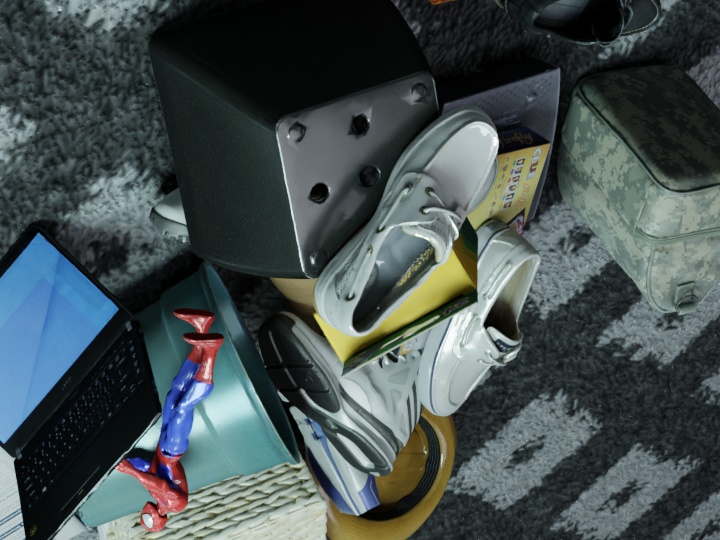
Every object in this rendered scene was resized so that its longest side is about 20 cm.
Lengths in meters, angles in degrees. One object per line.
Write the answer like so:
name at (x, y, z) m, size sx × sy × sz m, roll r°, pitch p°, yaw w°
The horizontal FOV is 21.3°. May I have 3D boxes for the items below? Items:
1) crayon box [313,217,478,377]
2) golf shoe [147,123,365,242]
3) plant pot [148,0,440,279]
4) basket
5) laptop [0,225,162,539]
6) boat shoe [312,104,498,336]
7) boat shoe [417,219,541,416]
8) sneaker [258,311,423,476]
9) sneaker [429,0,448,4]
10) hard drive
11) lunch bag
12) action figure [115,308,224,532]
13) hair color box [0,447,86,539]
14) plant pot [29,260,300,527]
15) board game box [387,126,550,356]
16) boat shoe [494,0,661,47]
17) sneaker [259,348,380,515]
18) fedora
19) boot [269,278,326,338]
crayon box at (0.031, 0.007, 1.556) m, size 0.125 × 0.200 × 0.052 m, roll -29°, pitch 102°, yaw 10°
golf shoe at (-0.092, -0.089, 1.641) m, size 0.199 × 0.078 × 0.095 m, roll -19°, pitch 125°, yaw -23°
plant pot at (-0.031, -0.099, 1.519) m, size 0.199 × 0.177 × 0.201 m, roll -19°, pitch 118°, yaw -19°
basket at (-0.149, 0.251, 1.897) m, size 0.199 × 0.161 × 0.199 m, roll -19°, pitch 142°, yaw -17°
laptop at (-0.267, 0.098, 1.576) m, size 0.103 × 0.200 × 0.177 m, roll 30°, pitch 112°, yaw -32°
boat shoe at (0.046, -0.031, 1.437) m, size 0.071 × 0.069 × 0.200 m, roll 34°, pitch 90°, yaw -28°
boat shoe at (0.113, 0.056, 1.749) m, size 0.071 × 0.070 × 0.201 m, roll -7°, pitch 124°, yaw -49°
sneaker at (-0.011, 0.088, 1.800) m, size 0.201 × 0.075 × 0.116 m, roll 53°, pitch 56°, yaw -28°
sneaker at (0.054, -0.247, 1.564) m, size 0.199 × 0.073 × 0.077 m, roll -4°, pitch 142°, yaw -32°
hard drive at (0.114, -0.109, 1.788) m, size 0.134 × 0.042 × 0.200 m, roll -19°, pitch 142°, yaw -19°
lunch bag at (0.276, -0.077, 1.824) m, size 0.139 × 0.200 × 0.168 m, roll -10°, pitch 134°, yaw -25°
action figure at (-0.178, 0.130, 1.581) m, size 0.099 × 0.065 × 0.201 m, roll 3°, pitch 116°, yaw -17°
hair color box at (-0.344, 0.203, 1.772) m, size 0.100 × 0.061 × 0.200 m, roll -32°, pitch 143°, yaw -3°
plant pot at (-0.182, 0.122, 1.711) m, size 0.195 × 0.201 × 0.200 m, roll -25°, pitch 144°, yaw 2°
board game box at (0.092, -0.027, 1.745) m, size 0.135 × 0.035 × 0.201 m, roll -15°, pitch 130°, yaw -44°
boat shoe at (0.205, -0.230, 1.701) m, size 0.199 × 0.066 × 0.075 m, roll 9°, pitch 126°, yaw -43°
sneaker at (-0.007, 0.132, 1.870) m, size 0.115 × 0.200 × 0.081 m, roll -26°, pitch -172°, yaw -17°
fedora at (0.007, 0.193, 1.990) m, size 0.200 × 0.082 × 0.202 m, roll -11°, pitch 108°, yaw -36°
boot at (0.000, 0.000, 1.749) m, size 0.174 × 0.066 × 0.200 m, roll -18°, pitch 156°, yaw -2°
